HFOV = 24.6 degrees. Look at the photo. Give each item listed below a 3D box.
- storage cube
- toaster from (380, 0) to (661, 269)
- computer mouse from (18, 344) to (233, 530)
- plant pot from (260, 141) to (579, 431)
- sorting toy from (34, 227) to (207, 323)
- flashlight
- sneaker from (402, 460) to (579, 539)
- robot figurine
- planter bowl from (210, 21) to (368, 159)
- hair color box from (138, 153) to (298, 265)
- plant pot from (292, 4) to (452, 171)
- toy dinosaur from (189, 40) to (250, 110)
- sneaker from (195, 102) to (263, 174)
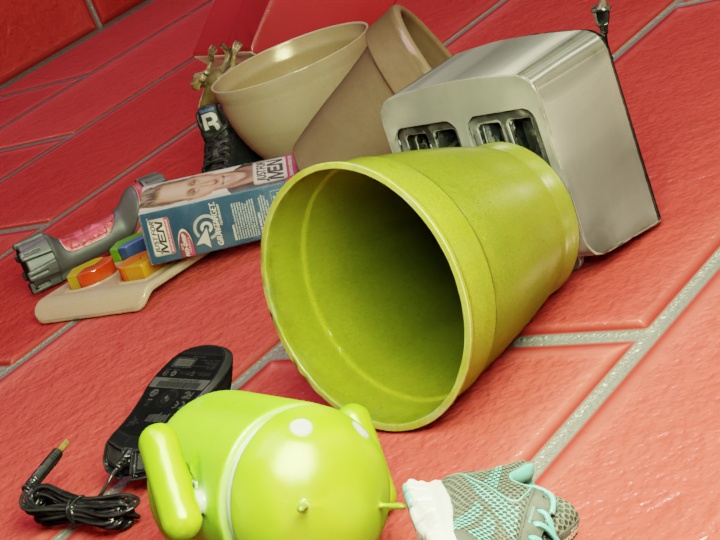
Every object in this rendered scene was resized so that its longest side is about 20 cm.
[{"bbox_3d":[-0.084,-0.326,2.188,0.170,0.199,0.181,7,72,57],"label":"storage cube"},{"bbox_3d":[0.132,-0.102,1.362,0.180,0.202,0.118,-4,22,44],"label":"toaster"},{"bbox_3d":[-0.183,0.141,1.326,0.139,0.046,0.201,-5,37,35],"label":"computer mouse"},{"bbox_3d":[0.062,-0.010,1.242,0.199,0.202,0.192,-4,15,45],"label":"plant pot"},{"bbox_3d":[-0.246,-0.012,1.835,0.184,0.037,0.200,-8,24,39],"label":"sorting toy"},{"bbox_3d":[-0.315,-0.050,1.966,0.199,0.068,0.068,-25,51,-19],"label":"flashlight"},{"bbox_3d":[0.082,0.154,0.916,0.090,0.078,0.200,-20,20,-2],"label":"sneaker"},{"bbox_3d":[-0.060,0.139,1.057,0.174,0.117,0.199,1,1,-35],"label":"robot figurine"},{"bbox_3d":[-0.061,-0.191,1.944,0.198,0.136,0.201,-19,19,7],"label":"planter bowl"},{"bbox_3d":[-0.133,-0.070,1.762,0.198,0.061,0.100,-13,20,-1],"label":"hair color box"},{"bbox_3d":[0.031,-0.132,1.630,0.174,0.201,0.201,-37,15,15],"label":"plant pot"},{"bbox_3d":[-0.172,-0.228,2.073,0.058,0.200,0.102,23,78,22],"label":"toy dinosaur"},{"bbox_3d":[-0.173,-0.138,1.972,0.072,0.113,0.200,-19,18,22],"label":"sneaker"}]
